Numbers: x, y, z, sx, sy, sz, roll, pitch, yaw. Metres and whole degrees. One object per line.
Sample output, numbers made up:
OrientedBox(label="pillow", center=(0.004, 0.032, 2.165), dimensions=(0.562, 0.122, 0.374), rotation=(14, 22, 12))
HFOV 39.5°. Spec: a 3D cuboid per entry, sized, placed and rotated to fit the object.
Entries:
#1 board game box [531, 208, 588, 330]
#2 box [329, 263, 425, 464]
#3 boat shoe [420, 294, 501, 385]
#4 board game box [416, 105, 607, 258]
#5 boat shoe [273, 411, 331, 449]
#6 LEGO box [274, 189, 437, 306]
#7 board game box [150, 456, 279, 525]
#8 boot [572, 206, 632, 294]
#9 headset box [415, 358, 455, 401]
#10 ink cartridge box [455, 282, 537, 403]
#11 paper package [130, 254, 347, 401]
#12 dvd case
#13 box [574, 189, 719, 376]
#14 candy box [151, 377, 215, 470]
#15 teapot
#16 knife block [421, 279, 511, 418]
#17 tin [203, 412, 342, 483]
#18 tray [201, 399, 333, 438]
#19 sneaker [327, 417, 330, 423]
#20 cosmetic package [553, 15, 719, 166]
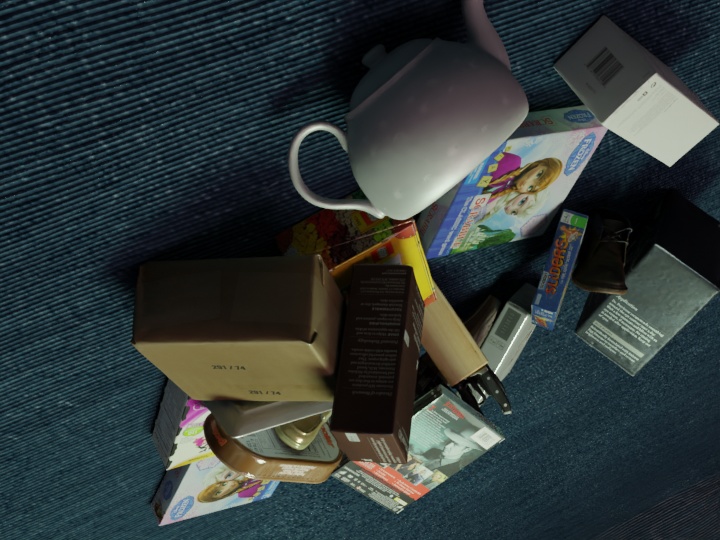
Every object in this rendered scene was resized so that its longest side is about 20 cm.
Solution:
OrientedBox(label="board game box", center=(0.272, 0.004, 1.378), dimensions=(0.200, 0.034, 0.136), rotation=(48, 61, -76))
OrientedBox(label="box", center=(0.022, 0.102, 1.105), dimensions=(0.075, 0.200, 0.100), rotation=(2, 153, 14))
OrientedBox(label="boat shoe", center=(0.133, 0.109, 1.493), dimensions=(0.200, 0.072, 0.076), rotation=(-49, 165, -13))
OrientedBox(label="board game box", center=(0.181, -0.108, 1.236), dimensions=(0.199, 0.041, 0.200), rotation=(-12, 145, -30))
OrientedBox(label="boat shoe", center=(-0.058, 0.146, 1.295), dimensions=(0.073, 0.200, 0.063), rotation=(37, 126, -13))
OrientedBox(label="LEGO box", center=(0.000, 0.000, 1.212), dimensions=(0.149, 0.077, 0.200), rotation=(-29, 149, -4))
OrientedBox(label="board game box", center=(-0.194, 0.296, 1.508), dimensions=(0.199, 0.041, 0.200), rotation=(-7, 142, -35))
OrientedBox(label="boot", center=(0.336, -0.028, 1.393), dimensions=(0.075, 0.200, 0.097), rotation=(7, 103, 4))
OrientedBox(label="headset box", center=(0.053, 0.205, 1.433), dimensions=(0.149, 0.200, 0.075), rotation=(-45, 178, 24))
OrientedBox(label="ink cartridge box", center=(0.232, 0.108, 1.573), dimensions=(0.174, 0.044, 0.200), rotation=(-35, 153, -58))
OrientedBox(label="paper package", center=(-0.120, 0.069, 1.103), dimensions=(0.200, 0.104, 0.191), rotation=(-3, 153, 13))
OrientedBox(label="dvd case", center=(0.077, 0.246, 1.361), dimensions=(0.200, 0.022, 0.146), rotation=(-38, 127, 19))
OrientedBox(label="box", center=(0.439, 0.016, 1.507), dimensions=(0.200, 0.117, 0.197), rotation=(-55, 178, 36))
OrientedBox(label="candy box", center=(-0.187, 0.170, 1.312), dimensions=(0.136, 0.061, 0.200), rotation=(-12, 145, -31))
OrientedBox(label="teapot", center=(0.052, -0.153, 0.975), dimensions=(0.197, 0.146, 0.200), rotation=(-35, -170, 47))
OrientedBox(label="knife block", center=(0.131, 0.114, 1.372), dimensions=(0.064, 0.176, 0.200), rotation=(-34, 138, 2))
OrientedBox(label="tin", center=(-0.105, 0.213, 1.265), dimensions=(0.200, 0.112, 0.042), rotation=(15, 126, -44))
OrientedBox(label="tray", center=(-0.085, 0.142, 1.214), dimensions=(0.200, 0.107, 0.022), rotation=(-13, 117, -28))
OrientedBox(label="sneaker", center=(-0.021, 0.198, 1.374), dimensions=(0.200, 0.087, 0.074), rotation=(-24, -161, 31))
OrientedBox(label="cosmetic package", center=(0.327, -0.206, 1.175), dimensions=(0.085, 0.108, 0.200), rotation=(-45, 146, 22))
